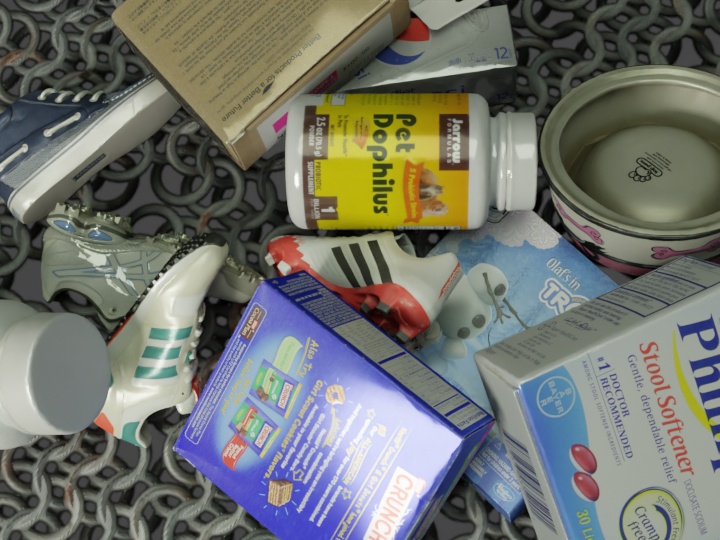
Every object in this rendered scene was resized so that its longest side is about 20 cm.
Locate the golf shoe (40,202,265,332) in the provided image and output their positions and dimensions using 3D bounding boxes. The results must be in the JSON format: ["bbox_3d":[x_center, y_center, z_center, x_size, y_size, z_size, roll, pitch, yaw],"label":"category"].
[{"bbox_3d":[-0.181,0.010,1.224,0.198,0.078,0.098,16,93,12],"label":"golf shoe"}]

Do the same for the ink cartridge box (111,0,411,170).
[{"bbox_3d":[-0.082,-0.213,1.213,0.200,0.075,0.165,-41,74,-6],"label":"ink cartridge box"}]

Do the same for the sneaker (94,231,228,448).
[{"bbox_3d":[-0.151,0.060,1.163,0.093,0.070,0.200,39,107,-6],"label":"sneaker"}]

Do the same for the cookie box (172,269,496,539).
[{"bbox_3d":[-0.023,0.128,1.108,0.199,0.075,0.172,37,113,17],"label":"cookie box"}]

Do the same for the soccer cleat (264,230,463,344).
[{"bbox_3d":[0.000,0.000,1.175,0.085,0.069,0.199,-45,36,-23],"label":"soccer cleat"}]

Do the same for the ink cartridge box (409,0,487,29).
[{"bbox_3d":[0.056,-0.311,1.281,0.115,0.068,0.200,-31,47,-8],"label":"ink cartridge box"}]

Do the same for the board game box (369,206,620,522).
[{"bbox_3d":[0.118,0.063,1.174,0.200,0.043,0.199,42,81,19],"label":"board game box"}]

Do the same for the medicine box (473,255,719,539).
[{"bbox_3d":[0.213,0.114,1.074,0.198,0.103,0.184,-23,103,-10],"label":"medicine box"}]

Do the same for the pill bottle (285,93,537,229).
[{"bbox_3d":[0.041,-0.088,1.156,0.198,0.109,0.110,0,69,3],"label":"pill bottle"}]

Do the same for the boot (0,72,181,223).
[{"bbox_3d":[-0.249,-0.138,1.269,0.199,0.073,0.091,-39,80,-10],"label":"boot"}]

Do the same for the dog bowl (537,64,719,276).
[{"bbox_3d":[0.246,-0.078,1.185,0.198,0.074,0.202,-3,49,3],"label":"dog bowl"}]

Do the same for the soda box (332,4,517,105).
[{"bbox_3d":[0.038,-0.179,1.269,0.198,0.068,0.064,-8,68,2],"label":"soda box"}]

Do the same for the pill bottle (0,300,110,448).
[{"bbox_3d":[-0.299,0.081,1.123,0.198,0.114,0.116,-3,66,33],"label":"pill bottle"}]
